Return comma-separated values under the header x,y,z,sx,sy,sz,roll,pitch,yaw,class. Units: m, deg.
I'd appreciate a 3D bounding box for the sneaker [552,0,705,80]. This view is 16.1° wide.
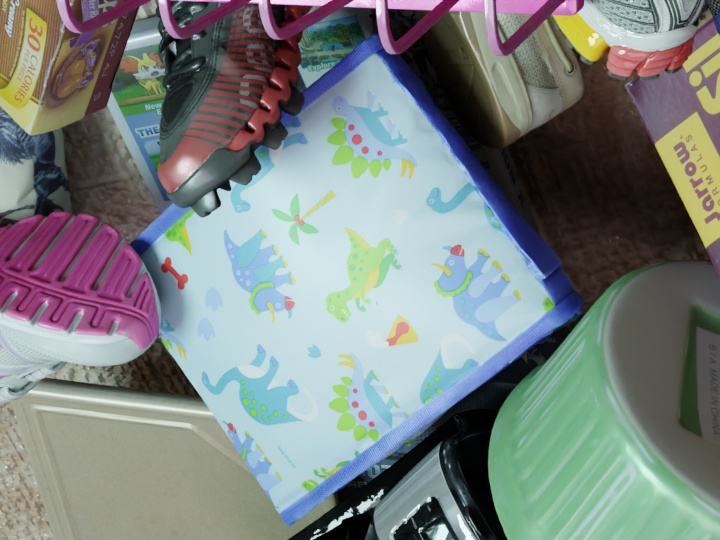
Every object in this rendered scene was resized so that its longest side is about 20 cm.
x,y,z,sx,sy,sz,roll,pitch,yaw,class
0.098,-0.184,1.138,0.200,0.077,0.082,55,149,25,sneaker

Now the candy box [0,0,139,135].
x,y,z,sx,sy,sz,roll,pitch,yaw,class
-0.187,-0.175,1.222,0.200,0.056,0.117,43,133,21,candy box

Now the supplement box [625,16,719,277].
x,y,z,sx,sy,sz,roll,pitch,yaw,class
0.243,-0.086,1.175,0.200,0.103,0.132,-39,67,34,supplement box

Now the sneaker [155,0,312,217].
x,y,z,sx,sy,sz,roll,pitch,yaw,class
-0.068,-0.120,1.200,0.098,0.201,0.071,33,146,-23,sneaker

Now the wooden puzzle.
x,y,z,sx,sy,sz,roll,pitch,yaw,class
-0.097,0.125,1.443,0.184,0.037,0.201,6,141,16,wooden puzzle

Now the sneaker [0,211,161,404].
x,y,z,sx,sy,sz,roll,pitch,yaw,class
-0.178,0.023,1.308,0.199,0.081,0.089,11,133,36,sneaker

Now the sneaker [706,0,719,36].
x,y,z,sx,sy,sz,roll,pitch,yaw,class
0.220,-0.121,1.083,0.200,0.075,0.079,19,121,55,sneaker

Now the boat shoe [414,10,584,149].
x,y,z,sx,sy,sz,roll,pitch,yaw,class
0.053,-0.161,1.230,0.072,0.065,0.201,16,131,65,boat shoe

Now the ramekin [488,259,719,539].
x,y,z,sx,sy,sz,roll,pitch,yaw,class
0.170,0.090,1.208,0.199,0.201,0.098,25,132,-6,ramekin

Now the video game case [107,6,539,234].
x,y,z,sx,sy,sz,roll,pitch,yaw,class
-0.025,-0.067,1.348,0.199,0.022,0.183,-10,124,22,video game case

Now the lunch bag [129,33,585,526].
x,y,z,sx,sy,sz,roll,pitch,yaw,class
0.000,0.000,1.271,0.170,0.127,0.200,53,133,4,lunch bag

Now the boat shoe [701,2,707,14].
x,y,z,sx,sy,sz,roll,pitch,yaw,class
0.148,-0.194,1.176,0.073,0.063,0.202,11,129,5,boat shoe

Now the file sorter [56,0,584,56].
x,y,z,sx,sy,sz,roll,pitch,yaw,class
-0.019,-0.166,1.056,0.199,0.125,0.140,4,110,19,file sorter

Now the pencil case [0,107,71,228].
x,y,z,sx,sy,sz,roll,pitch,yaw,class
-0.200,-0.043,1.375,0.089,0.078,0.201,25,135,32,pencil case

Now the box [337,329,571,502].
x,y,z,sx,sy,sz,roll,pitch,yaw,class
0.021,0.093,1.430,0.198,0.051,0.158,6,135,9,box

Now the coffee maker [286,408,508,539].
x,y,z,sx,sy,sz,roll,pitch,yaw,class
0.017,0.165,1.342,0.199,0.192,0.135,-35,102,17,coffee maker
